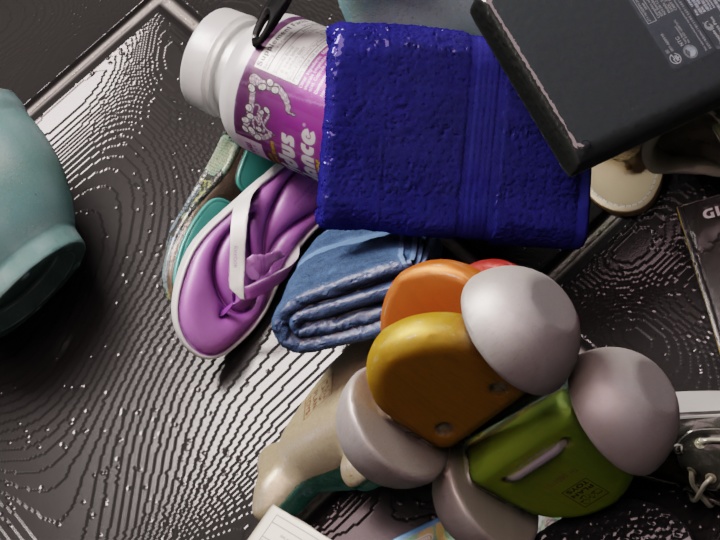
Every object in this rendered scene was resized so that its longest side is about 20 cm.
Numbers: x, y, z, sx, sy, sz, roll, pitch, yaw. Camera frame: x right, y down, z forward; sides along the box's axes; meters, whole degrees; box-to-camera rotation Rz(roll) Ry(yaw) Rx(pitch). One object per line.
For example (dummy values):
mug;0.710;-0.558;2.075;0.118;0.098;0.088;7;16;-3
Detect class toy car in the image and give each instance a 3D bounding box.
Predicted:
toy car;0.093;0.070;1.035;0.175;0.200;0.150;-40;25;32

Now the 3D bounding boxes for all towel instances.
towel;0.067;-0.094;1.148;0.198;0.050;0.149;4;94;-10
towel;0.000;0.000;1.187;0.111;0.049;0.200;-15;15;11

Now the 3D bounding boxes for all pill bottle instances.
pill bottle;-0.036;-0.130;1.247;0.199;0.112;0.113;25;71;25

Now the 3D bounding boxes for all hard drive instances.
hard drive;0.193;-0.165;1.128;0.199;0.033;0.140;-25;76;-19

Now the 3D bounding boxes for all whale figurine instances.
whale figurine;0.012;0.116;1.161;0.200;0.104;0.159;-41;20;17

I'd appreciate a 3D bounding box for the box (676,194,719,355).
box;0.336;0.002;1.133;0.199;0.049;0.161;-16;58;10

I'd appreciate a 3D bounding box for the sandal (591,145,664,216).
sandal;0.193;-0.149;1.262;0.077;0.070;0.213;-5;59;17

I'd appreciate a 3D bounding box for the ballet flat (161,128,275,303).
ballet flat;-0.112;-0.053;1.327;0.074;0.074;0.201;18;65;28

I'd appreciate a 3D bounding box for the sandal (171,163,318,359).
sandal;-0.077;-0.023;1.272;0.203;0.082;0.050;-56;21;-18

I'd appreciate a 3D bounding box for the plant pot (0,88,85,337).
plant pot;-0.308;-0.027;1.315;0.200;0.200;0.134;-43;83;-8

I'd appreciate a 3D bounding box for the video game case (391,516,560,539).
video game case;0.115;0.238;1.088;0.142;0.018;0.201;-26;55;3

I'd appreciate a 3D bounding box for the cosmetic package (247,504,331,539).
cosmetic package;-0.066;0.274;1.090;0.103;0.087;0.200;27;71;30

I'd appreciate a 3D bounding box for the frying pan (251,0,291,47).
frying pan;-0.013;-0.240;1.165;0.115;0.031;0.191;26;104;48

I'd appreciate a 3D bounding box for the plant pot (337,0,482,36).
plant pot;0.088;-0.248;1.243;0.195;0.200;0.197;-7;53;48

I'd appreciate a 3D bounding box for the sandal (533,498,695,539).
sandal;0.129;0.209;1.068;0.200;0.048;0.076;-27;55;18

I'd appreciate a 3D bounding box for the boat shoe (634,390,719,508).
boat shoe;0.237;0.121;1.083;0.199;0.071;0.064;-7;57;14

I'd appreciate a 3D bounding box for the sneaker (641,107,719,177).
sneaker;0.290;-0.097;1.161;0.199;0.067;0.090;0;29;42
